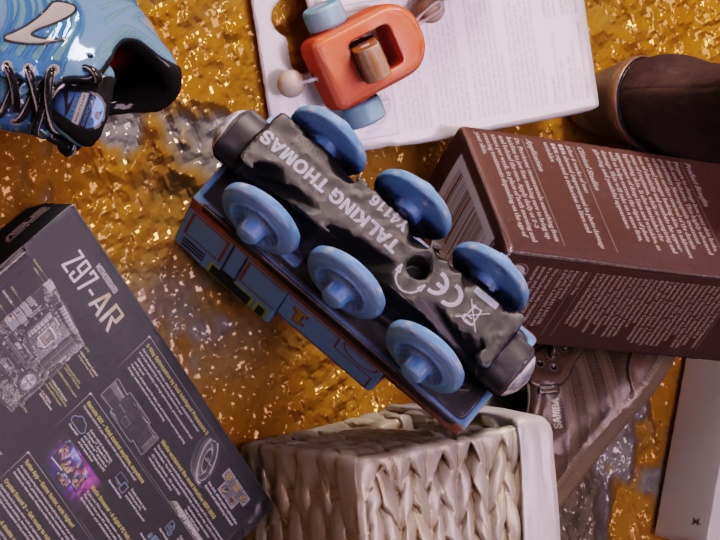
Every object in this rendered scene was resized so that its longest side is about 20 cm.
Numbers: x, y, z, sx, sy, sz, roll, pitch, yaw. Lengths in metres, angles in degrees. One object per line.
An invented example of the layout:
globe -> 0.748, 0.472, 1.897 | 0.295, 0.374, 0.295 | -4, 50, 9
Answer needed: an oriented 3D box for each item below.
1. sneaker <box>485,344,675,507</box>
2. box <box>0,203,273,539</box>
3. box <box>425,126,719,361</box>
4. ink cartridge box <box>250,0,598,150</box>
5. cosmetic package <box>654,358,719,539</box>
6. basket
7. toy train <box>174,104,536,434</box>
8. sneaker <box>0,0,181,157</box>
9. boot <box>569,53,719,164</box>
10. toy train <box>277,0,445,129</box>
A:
sneaker -> 0.117, 0.061, 1.298 | 0.076, 0.070, 0.200 | 49, 61, -22
box -> -0.153, 0.093, 1.110 | 0.160, 0.043, 0.200 | -45, 116, -28
box -> 0.140, -0.013, 1.267 | 0.199, 0.075, 0.100 | 6, 45, -25
ink cartridge box -> 0.028, -0.152, 1.256 | 0.199, 0.047, 0.161 | -12, 99, -20
cosmetic package -> 0.270, 0.084, 1.426 | 0.150, 0.052, 0.201 | 18, 80, -38
basket -> 0.021, 0.177, 1.188 | 0.123, 0.135, 0.201 | -6, 94, -34
toy train -> 0.000, 0.000, 1.145 | 0.200, 0.114, 0.087 | 40, 64, 2
sneaker -> -0.155, -0.096, 1.040 | 0.200, 0.090, 0.079 | -19, 144, -51
boot -> 0.238, -0.082, 1.326 | 0.199, 0.166, 0.073 | 11, 84, -37
toy train -> 0.008, -0.184, 1.189 | 0.150, 0.056, 0.201 | -24, 103, -19
